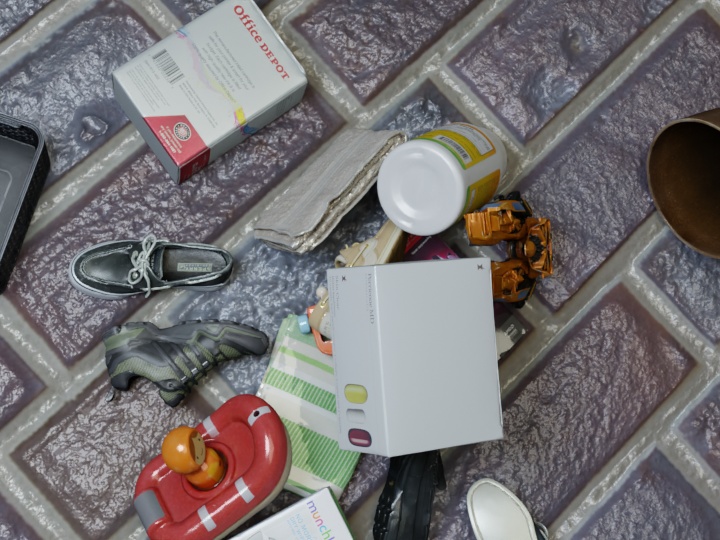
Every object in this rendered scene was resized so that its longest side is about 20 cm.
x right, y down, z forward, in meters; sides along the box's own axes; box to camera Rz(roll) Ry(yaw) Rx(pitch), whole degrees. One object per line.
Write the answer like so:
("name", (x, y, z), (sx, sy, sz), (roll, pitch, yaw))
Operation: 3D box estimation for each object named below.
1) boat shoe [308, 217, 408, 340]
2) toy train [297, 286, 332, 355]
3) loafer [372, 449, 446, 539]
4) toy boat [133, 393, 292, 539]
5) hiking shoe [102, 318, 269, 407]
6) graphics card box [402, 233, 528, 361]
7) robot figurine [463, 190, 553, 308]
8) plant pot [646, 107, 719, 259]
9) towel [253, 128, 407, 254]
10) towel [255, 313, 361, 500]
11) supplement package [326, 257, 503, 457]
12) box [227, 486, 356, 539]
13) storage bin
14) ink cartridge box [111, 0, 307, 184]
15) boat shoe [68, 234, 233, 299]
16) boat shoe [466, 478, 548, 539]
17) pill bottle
("boat shoe", (0.000, 0.000, 1.488), (0.068, 0.074, 0.201), (19, 51, 14))
("toy train", (0.028, 0.081, 1.505), (0.197, 0.056, 0.152), (-11, 88, 3))
("loafer", (0.070, 0.240, 1.500), (0.070, 0.068, 0.203), (12, 94, -23))
("toy boat", (-0.177, 0.217, 1.415), (0.199, 0.131, 0.131), (-37, 51, -2))
("hiking shoe", (-0.206, 0.111, 1.500), (0.197, 0.076, 0.102), (-2, 86, -1))
("graphics card box", (0.095, 0.049, 1.568), (0.125, 0.051, 0.200), (-42, 88, -14))
("robot figurine", (0.184, -0.023, 1.533), (0.058, 0.199, 0.147), (-2, 93, 29))
("plant pot", (0.505, -0.142, 1.628), (0.199, 0.187, 0.188), (-28, 83, -29))
("towel", (-0.040, -0.102, 1.541), (0.200, 0.132, 0.035), (-49, 118, -16))
("towel", (-0.058, 0.170, 1.530), (0.151, 0.023, 0.202), (24, 73, -4))
("supplement package", (0.059, 0.092, 1.389), (0.154, 0.110, 0.203), (-4, 89, -31))
("box", (-0.068, 0.375, 1.435), (0.175, 0.097, 0.202), (-26, 83, -5))
("storage bin", (-0.459, -0.083, 1.484), (0.134, 0.094, 0.202), (18, 74, -5))
("ink cartridge box", (-0.186, -0.226, 1.567), (0.199, 0.083, 0.146), (-35, 84, -15))
("boat shoe", (-0.250, -0.004, 1.513), (0.196, 0.068, 0.075), (4, 76, -8))
("boat shoe", (0.198, 0.337, 1.511), (0.075, 0.062, 0.200), (-41, 77, 1))
("pill bottle", (0.108, -0.118, 1.531), (0.110, 0.200, 0.113), (7, 108, 24))
